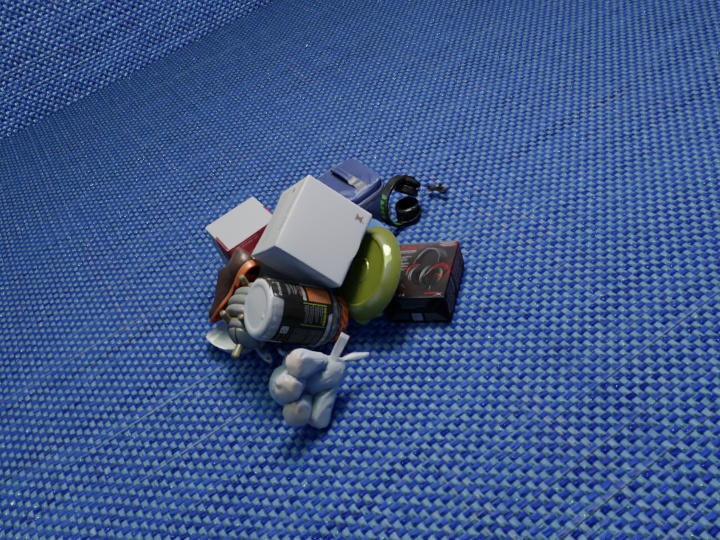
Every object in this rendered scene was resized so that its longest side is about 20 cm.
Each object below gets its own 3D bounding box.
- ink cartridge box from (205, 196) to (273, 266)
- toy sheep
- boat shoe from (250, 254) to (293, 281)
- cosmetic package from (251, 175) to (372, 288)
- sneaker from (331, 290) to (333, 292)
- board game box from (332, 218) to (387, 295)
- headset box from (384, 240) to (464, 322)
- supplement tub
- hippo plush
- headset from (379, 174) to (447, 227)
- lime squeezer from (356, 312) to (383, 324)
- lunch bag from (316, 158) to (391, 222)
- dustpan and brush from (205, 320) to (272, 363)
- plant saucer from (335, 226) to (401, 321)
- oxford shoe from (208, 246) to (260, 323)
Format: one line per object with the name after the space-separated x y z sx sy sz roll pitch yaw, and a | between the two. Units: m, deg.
-0.250 -0.037 1.763 0.143 0.203 0.145 -35 39 -16 | ink cartridge box
-0.232 0.097 1.579 0.135 0.139 0.203 10 59 33 | toy sheep
-0.181 0.005 1.704 0.073 0.197 0.063 -44 33 35 | boat shoe
-0.106 -0.072 1.559 0.171 0.164 0.199 -64 18 -15 | cosmetic package
-0.089 0.075 1.647 0.198 0.086 0.074 -36 40 -22 | sneaker
0.009 -0.009 1.605 0.156 0.038 0.206 -6 72 49 | board game box
0.142 0.016 1.621 0.145 0.076 0.202 -2 42 24 | headset box
-0.129 0.088 1.506 0.196 0.125 0.122 12 21 -36 | supplement tub
-0.121 0.198 1.457 0.159 0.159 0.203 12 67 50 | hippo plush
0.128 -0.179 1.830 0.092 0.127 0.198 18 31 37 | headset
0.013 0.077 1.616 0.072 0.037 0.201 -60 11 15 | lime squeezer
-0.023 -0.204 1.911 0.134 0.134 0.199 -34 40 -17 | lunch bag
-0.251 0.152 1.648 0.139 0.058 0.199 -38 58 -18 | dustpan and brush
0.007 0.003 1.547 0.198 0.031 0.206 -20 63 44 | plant saucer
-0.294 0.035 1.656 0.073 0.201 0.071 47 28 20 | oxford shoe
